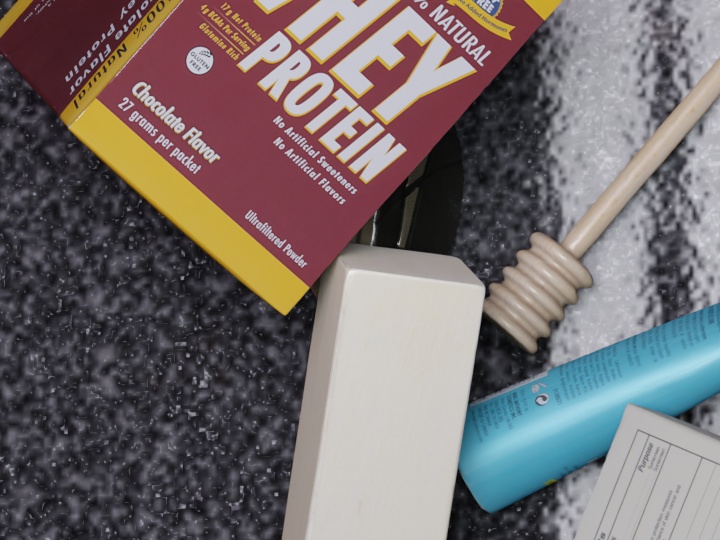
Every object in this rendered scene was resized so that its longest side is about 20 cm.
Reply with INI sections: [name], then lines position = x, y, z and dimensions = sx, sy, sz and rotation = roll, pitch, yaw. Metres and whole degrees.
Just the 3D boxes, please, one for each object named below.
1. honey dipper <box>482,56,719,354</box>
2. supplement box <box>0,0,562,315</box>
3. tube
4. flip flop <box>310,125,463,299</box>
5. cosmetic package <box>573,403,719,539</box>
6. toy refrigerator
[honey dipper]
position = 0.129, -0.049, 1.397
dimensions = 0.038, 0.038, 0.200
rotation = 38, 86, 22
[supplement box]
position = -0.042, -0.117, 1.360
dimensions = 0.133, 0.200, 0.197
rotation = 42, 90, -23
[tube]
position = 0.136, 0.046, 1.356
dimensions = 0.199, 0.077, 0.051
rotation = -26, 106, 12
[flip flop]
position = 0.000, 0.000, 1.408
dimensions = 0.057, 0.081, 0.201
rotation = 6, 83, 33
[cosmetic package]
position = 0.189, 0.140, 1.270
dimensions = 0.200, 0.073, 0.104
rotation = 24, 93, 41
[toy refrigerator]
position = 0.008, 0.094, 1.328
dimensions = 0.070, 0.076, 0.201
rotation = 7, 98, -8
